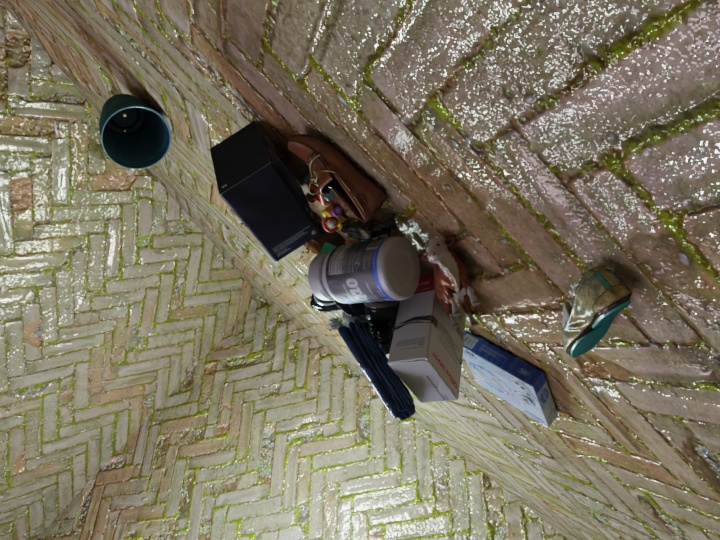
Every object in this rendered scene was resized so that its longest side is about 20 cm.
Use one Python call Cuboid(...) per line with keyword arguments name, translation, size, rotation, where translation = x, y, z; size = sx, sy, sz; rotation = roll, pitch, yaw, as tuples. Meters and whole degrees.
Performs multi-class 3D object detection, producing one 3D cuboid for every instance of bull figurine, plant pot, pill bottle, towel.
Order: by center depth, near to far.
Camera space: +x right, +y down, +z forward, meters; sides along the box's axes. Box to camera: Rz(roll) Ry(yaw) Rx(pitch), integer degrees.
Cuboid(name="bull figurine", translation=(0.158, 0.025, 0.939), size=(0.200, 0.065, 0.122), rotation=(56, -165, -64))
Cuboid(name="pill bottle", translation=(0.002, 0.004, 1.024), size=(0.199, 0.114, 0.114), rotation=(-7, 133, 42))
Cuboid(name="towel", translation=(0.036, 0.186, 1.035), size=(0.201, 0.048, 0.112), rotation=(55, -179, 22))
Cuboid(name="plant pot", translation=(-0.705, -0.444, 1.683), size=(0.188, 0.199, 0.200), rotation=(50, 174, 41))

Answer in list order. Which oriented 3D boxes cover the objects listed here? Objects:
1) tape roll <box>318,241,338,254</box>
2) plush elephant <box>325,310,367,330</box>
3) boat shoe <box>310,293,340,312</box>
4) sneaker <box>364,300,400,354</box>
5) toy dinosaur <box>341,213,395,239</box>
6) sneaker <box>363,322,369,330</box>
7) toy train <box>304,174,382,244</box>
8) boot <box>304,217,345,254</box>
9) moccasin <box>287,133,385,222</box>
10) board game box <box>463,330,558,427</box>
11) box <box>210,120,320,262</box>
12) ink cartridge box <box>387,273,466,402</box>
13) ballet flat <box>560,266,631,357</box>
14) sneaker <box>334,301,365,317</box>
Cuboid(name="tape roll", translation=(0.000, 0.000, 1.217), size=(0.199, 0.048, 0.200), rotation=(25, 180, 0))
Cuboid(name="plush elephant", translation=(-0.001, 0.082, 1.430), size=(0.198, 0.165, 0.156), rotation=(0, 107, 18))
Cuboid(name="boat shoe", translation=(-0.027, 0.056, 1.327), size=(0.060, 0.198, 0.076), rotation=(125, 136, -55))
Cuboid(name="sneaker", translation=(0.048, 0.117, 1.112), size=(0.074, 0.107, 0.200), rotation=(1, 170, 9))
Cuboid(name="toy dinosaur", translation=(0.018, -0.076, 1.009), size=(0.200, 0.087, 0.048), rotation=(-150, 53, -78))
Cuboid(name="sneaker", translation=(0.028, 0.161, 1.256), size=(0.076, 0.076, 0.200), rotation=(-5, 165, 32))
Cuboid(name="toy train", translation=(-0.045, -0.107, 1.147), size=(0.200, 0.056, 0.150), rotation=(39, 166, 13))
Cuboid(name="boot", translation=(-0.087, -0.052, 1.393), size=(0.200, 0.073, 0.155), rotation=(52, 166, 8))
Cuboid(name="moccasin", translation=(-0.052, -0.162, 0.959), size=(0.201, 0.078, 0.074), rotation=(42, 166, 0))
Cuboid(name="board game box", translation=(0.320, 0.235, 1.195), size=(0.199, 0.043, 0.199), rotation=(29, 160, 42))
Cuboid(name="box", translation=(-0.195, -0.164, 1.122), size=(0.199, 0.123, 0.201), rotation=(54, -174, -42))
Cuboid(name="ink cartridge box", translation=(0.134, 0.131, 1.052), size=(0.083, 0.201, 0.145), rotation=(-14, 132, 29))
Cuboid(name="ballet flat", translation=(0.295, 0.053, 0.713), size=(0.071, 0.071, 0.200), rotation=(36, 165, 22))
Cuboid(name="sneaker", translation=(0.000, 0.066, 1.241), size=(0.199, 0.076, 0.091), rotation=(27, -178, -35))
